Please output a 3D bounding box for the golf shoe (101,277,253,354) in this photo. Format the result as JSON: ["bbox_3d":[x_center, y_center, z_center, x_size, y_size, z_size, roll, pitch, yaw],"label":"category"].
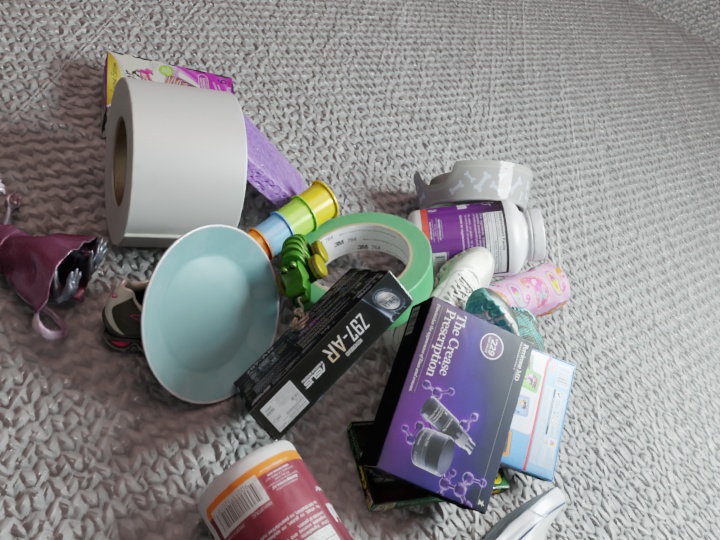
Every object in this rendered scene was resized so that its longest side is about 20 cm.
[{"bbox_3d":[-0.201,0.046,0.839,0.197,0.089,0.078,-6,51,-36],"label":"golf shoe"}]

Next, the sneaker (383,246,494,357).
[{"bbox_3d":[0.119,0.045,0.968,0.075,0.081,0.200,45,75,-4],"label":"sneaker"}]

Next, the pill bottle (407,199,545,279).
[{"bbox_3d":[0.171,-0.043,1.067,0.195,0.114,0.114,-6,46,4],"label":"pill bottle"}]

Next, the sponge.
[{"bbox_3d":[-0.130,-0.144,1.015,0.200,0.029,0.113,43,22,-54],"label":"sponge"}]

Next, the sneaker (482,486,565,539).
[{"bbox_3d":[0.179,0.328,0.816,0.198,0.073,0.071,-29,77,-35],"label":"sneaker"}]

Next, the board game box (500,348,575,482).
[{"bbox_3d":[0.167,0.161,0.900,0.197,0.037,0.154,22,73,-12],"label":"board game box"}]

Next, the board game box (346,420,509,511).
[{"bbox_3d":[0.084,0.232,0.877,0.196,0.024,0.106,3,48,-28],"label":"board game box"}]

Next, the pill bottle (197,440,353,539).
[{"bbox_3d":[-0.061,0.278,0.679,0.113,0.115,0.201,-18,61,-40],"label":"pill bottle"}]

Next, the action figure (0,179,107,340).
[{"bbox_3d":[-0.397,-0.018,0.802,0.196,0.134,0.152,13,86,-1],"label":"action figure"}]

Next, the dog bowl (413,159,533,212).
[{"bbox_3d":[0.182,-0.123,1.156,0.196,0.199,0.060,4,82,-27],"label":"dog bowl"}]

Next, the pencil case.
[{"bbox_3d":[0.238,0.043,1.101,0.197,0.088,0.088,-13,57,-37],"label":"pencil case"}]

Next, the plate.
[{"bbox_3d":[-0.171,0.049,0.813,0.025,0.204,0.199,6,25,38],"label":"plate"}]

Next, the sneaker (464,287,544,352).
[{"bbox_3d":[0.204,0.080,0.989,0.201,0.076,0.092,52,41,-35],"label":"sneaker"}]

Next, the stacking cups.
[{"bbox_3d":[-0.121,-0.049,0.960,0.199,0.061,0.061,-35,70,-24],"label":"stacking cups"}]

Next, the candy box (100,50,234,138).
[{"bbox_3d":[-0.290,-0.252,1.087,0.196,0.061,0.138,5,48,-26],"label":"candy box"}]

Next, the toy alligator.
[{"bbox_3d":[-0.078,0.000,0.861,0.055,0.059,0.201,56,15,-22],"label":"toy alligator"}]

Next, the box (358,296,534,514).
[{"bbox_3d":[0.101,0.154,0.823,0.139,0.079,0.204,24,73,-11],"label":"box"}]

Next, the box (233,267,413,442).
[{"bbox_3d":[-0.047,0.081,0.778,0.200,0.160,0.044,-45,101,-11],"label":"box"}]

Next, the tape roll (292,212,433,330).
[{"bbox_3d":[0.000,0.000,0.961,0.196,0.049,0.203,-4,40,4],"label":"tape roll"}]

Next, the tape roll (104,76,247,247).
[{"bbox_3d":[-0.238,-0.131,0.898,0.137,0.204,0.205,0,50,-29],"label":"tape roll"}]
